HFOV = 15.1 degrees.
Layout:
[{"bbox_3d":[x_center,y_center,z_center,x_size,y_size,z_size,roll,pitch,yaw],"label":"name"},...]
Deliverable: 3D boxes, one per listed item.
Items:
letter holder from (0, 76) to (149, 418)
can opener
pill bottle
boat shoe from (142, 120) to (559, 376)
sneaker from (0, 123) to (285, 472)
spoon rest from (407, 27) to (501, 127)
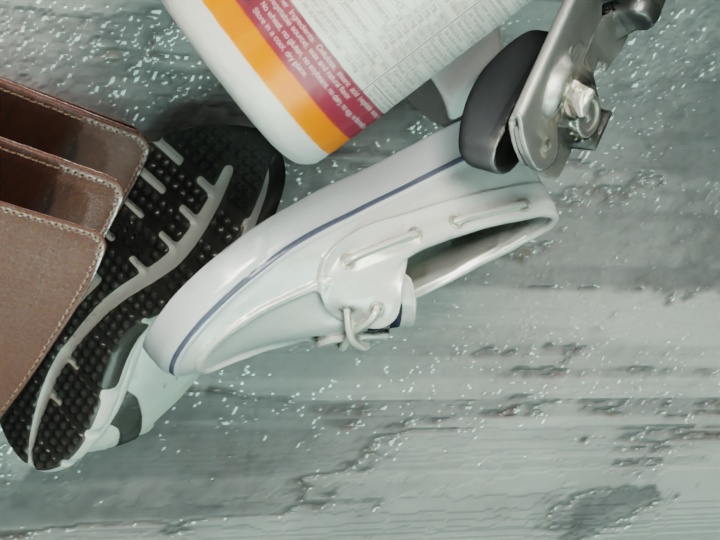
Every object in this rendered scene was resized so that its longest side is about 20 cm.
[{"bbox_3d":[-0.178,0.025,1.173,0.142,0.101,0.200,19,121,-38],"label":"letter holder"},{"bbox_3d":[0.098,-0.132,1.182,0.053,0.067,0.200,46,62,-51],"label":"can opener"},{"bbox_3d":[0.023,-0.141,1.074,0.200,0.110,0.110,-37,142,5],"label":"pill bottle"},{"bbox_3d":[0.000,0.000,1.202,0.200,0.065,0.074,-32,161,-17],"label":"boat shoe"},{"bbox_3d":[-0.093,0.008,1.260,0.080,0.074,0.200,-7,142,-53],"label":"sneaker"},{"bbox_3d":[0.030,-0.130,1.182,0.099,0.061,0.200,-27,143,-5],"label":"spoon rest"}]
